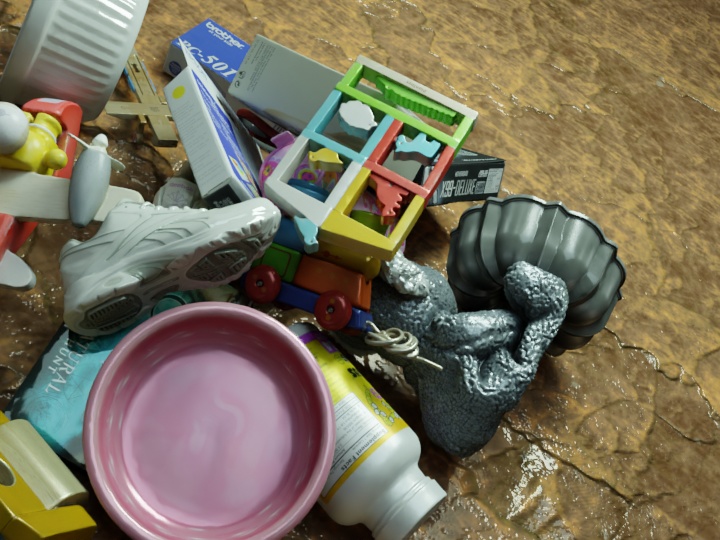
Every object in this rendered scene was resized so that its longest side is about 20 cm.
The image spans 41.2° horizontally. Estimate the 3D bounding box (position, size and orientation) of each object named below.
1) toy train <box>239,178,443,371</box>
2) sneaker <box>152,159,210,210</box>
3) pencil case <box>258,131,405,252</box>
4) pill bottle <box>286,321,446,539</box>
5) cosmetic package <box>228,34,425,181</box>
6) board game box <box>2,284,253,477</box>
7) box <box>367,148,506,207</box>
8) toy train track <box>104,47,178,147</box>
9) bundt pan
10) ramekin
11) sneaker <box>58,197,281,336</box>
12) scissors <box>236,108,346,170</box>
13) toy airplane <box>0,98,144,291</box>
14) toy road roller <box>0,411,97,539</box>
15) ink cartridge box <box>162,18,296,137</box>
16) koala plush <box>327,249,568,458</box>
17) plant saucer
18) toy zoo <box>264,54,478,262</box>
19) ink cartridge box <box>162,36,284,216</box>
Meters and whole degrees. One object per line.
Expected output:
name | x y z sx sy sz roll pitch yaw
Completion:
toy train | 0.000 0.000 0.854 0.197 0.118 0.085 19 -2 16
sneaker | -0.192 -0.029 0.920 0.073 0.101 0.202 14 41 -1
pencil case | -0.026 -0.064 0.993 0.200 0.087 0.088 39 23 -52
pill bottle | -0.017 0.149 0.848 0.200 0.105 0.104 46 44 16
cosmetic package | -0.030 -0.162 0.992 0.198 0.072 0.105 31 3 33
board game box | -0.194 0.077 0.820 0.134 0.028 0.202 28 63 -2
box | 0.056 -0.122 1.110 0.156 0.051 0.199 22 18 31
toy train track | -0.251 -0.197 1.104 0.113 0.033 0.201 -1 43 -31
bundt pan | 0.179 0.019 1.027 0.199 0.203 0.076 28 53 -2
ramekin | -0.299 -0.254 1.011 0.104 0.201 0.203 22 41 -23
sneaker | -0.165 -0.029 0.805 0.197 0.078 0.100 -22 64 -11
scissors | -0.062 -0.128 1.053 0.198 0.073 0.014 29 73 28
toy airplane | -0.320 -0.082 0.867 0.197 0.143 0.200 -24 51 -23
toy road roller | -0.296 0.187 0.664 0.123 0.146 0.200 43 6 15
ink cartridge box | -0.136 -0.228 1.188 0.198 0.045 0.094 34 40 4
koala plush | 0.068 0.059 0.940 0.198 0.178 0.185 35 52 0
plant saucer | -0.119 0.129 0.767 0.196 0.051 0.205 3 70 -9
toy zoo | 0.004 -0.093 0.849 0.130 0.021 0.202 27 64 12
ink cartridge box | -0.131 -0.102 0.979 0.046 0.198 0.202 -29 56 4
